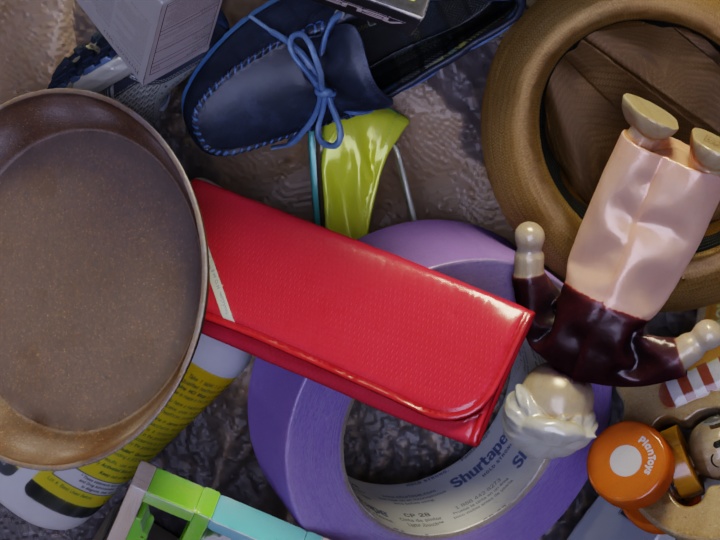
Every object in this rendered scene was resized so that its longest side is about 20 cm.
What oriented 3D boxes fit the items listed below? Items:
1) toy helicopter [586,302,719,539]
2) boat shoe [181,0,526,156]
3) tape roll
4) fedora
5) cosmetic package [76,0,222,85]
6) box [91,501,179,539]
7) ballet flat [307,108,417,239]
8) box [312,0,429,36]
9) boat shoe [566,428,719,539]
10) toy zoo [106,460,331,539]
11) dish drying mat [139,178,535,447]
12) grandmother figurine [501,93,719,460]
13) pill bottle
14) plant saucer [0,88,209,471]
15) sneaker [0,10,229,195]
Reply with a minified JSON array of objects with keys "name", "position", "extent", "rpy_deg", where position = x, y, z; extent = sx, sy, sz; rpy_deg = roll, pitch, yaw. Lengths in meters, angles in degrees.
[{"name":"toy helicopter","position":[0.209,0.055,1.036],"extent":[0.132,0.079,0.201],"rpy_deg":[2,70,27]},{"name":"boat shoe","position":[-0.006,-0.121,0.993],"extent":[0.200,0.069,0.084],"rpy_deg":[-33,128,5]},{"name":"tape roll","position":[0.040,0.076,1.047],"extent":[0.199,0.066,0.201],"rpy_deg":[-9,115,-21]},{"name":"fedora","position":[0.162,-0.079,1.029],"extent":[0.199,0.082,0.202],"rpy_deg":[1,106,2]},{"name":"cosmetic package","position":[-0.148,-0.201,0.970],"extent":[0.051,0.083,0.200],"rpy_deg":[-32,77,-27]},{"name":"box","position":[-0.088,0.233,1.134],"extent":[0.199,0.068,0.082],"rpy_deg":[31,104,-7]},{"name":"ballet flat","position":[0.000,0.000,1.068],"extent":[0.067,0.067,0.201],"rpy_deg":[2,104,-1]},{"name":"box","position":[-0.015,-0.236,0.908],"extent":[0.159,0.044,0.201],"rpy_deg":[18,85,-6]},{"name":"boat shoe","position":[0.190,0.123,1.099],"extent":[0.200,0.057,0.069],"rpy_deg":[-51,54,2]},{"name":"toy zoo","position":[-0.050,0.187,1.042],"extent":[0.199,0.021,0.131],"rpy_deg":[24,135,-5]},{"name":"dish drying mat","position":[-0.015,0.019,0.962],"extent":[0.199,0.018,0.077],"rpy_deg":[22,81,18]},{"name":"grandmother figurine","position":[0.134,0.016,0.987],"extent":[0.121,0.061,0.201],"rpy_deg":[31,109,14]},{"name":"pill bottle","position":[-0.134,0.045,1.061],"extent":[0.200,0.112,0.112],"rpy_deg":[-43,100,13]},{"name":"plant saucer","position":[-0.157,0.005,0.987],"extent":[0.199,0.034,0.201],"rpy_deg":[-3,85,28]},{"name":"sneaker","position":[-0.146,-0.080,1.056],"extent":[0.200,0.077,0.085],"rpy_deg":[-32,112,18]}]
